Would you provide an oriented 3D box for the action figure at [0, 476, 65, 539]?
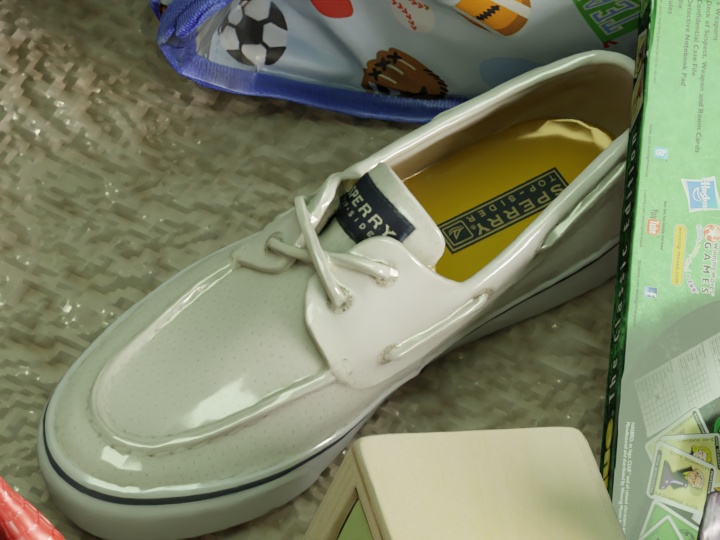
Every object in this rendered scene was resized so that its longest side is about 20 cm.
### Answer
[{"bbox_3d":[-0.117,0.063,0.663,0.200,0.099,0.065,26,62,22],"label":"action figure"}]

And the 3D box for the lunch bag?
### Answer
[{"bbox_3d":[0.040,-0.137,0.867,0.200,0.124,0.170,-5,55,13],"label":"lunch bag"}]

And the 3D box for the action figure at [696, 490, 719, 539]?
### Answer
[{"bbox_3d":[0.184,0.069,0.687,0.200,0.069,0.130,10,60,18],"label":"action figure"}]

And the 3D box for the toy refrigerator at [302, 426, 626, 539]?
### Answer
[{"bbox_3d":[0.040,0.139,0.688,0.070,0.076,0.200,-1,51,-24],"label":"toy refrigerator"}]

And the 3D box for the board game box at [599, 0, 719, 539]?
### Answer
[{"bbox_3d":[0.117,0.026,0.776,0.105,0.023,0.200,7,73,-1],"label":"board game box"}]

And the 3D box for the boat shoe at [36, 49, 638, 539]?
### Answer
[{"bbox_3d":[0.000,0.000,0.798,0.200,0.070,0.071,-28,61,-20],"label":"boat shoe"}]
